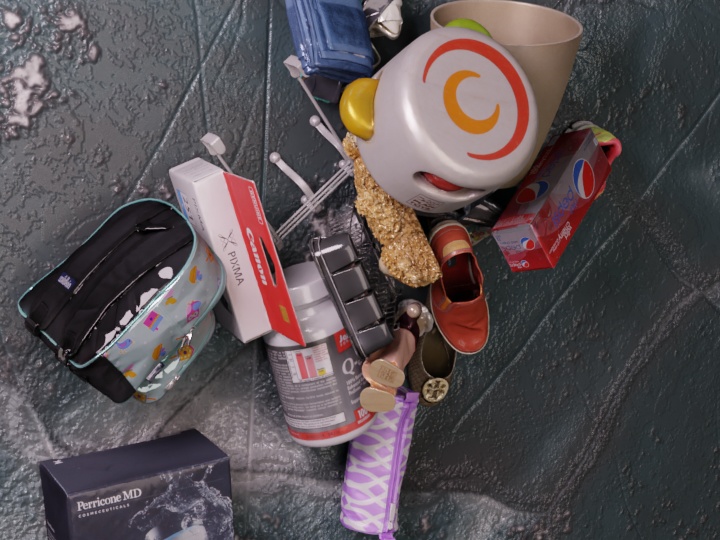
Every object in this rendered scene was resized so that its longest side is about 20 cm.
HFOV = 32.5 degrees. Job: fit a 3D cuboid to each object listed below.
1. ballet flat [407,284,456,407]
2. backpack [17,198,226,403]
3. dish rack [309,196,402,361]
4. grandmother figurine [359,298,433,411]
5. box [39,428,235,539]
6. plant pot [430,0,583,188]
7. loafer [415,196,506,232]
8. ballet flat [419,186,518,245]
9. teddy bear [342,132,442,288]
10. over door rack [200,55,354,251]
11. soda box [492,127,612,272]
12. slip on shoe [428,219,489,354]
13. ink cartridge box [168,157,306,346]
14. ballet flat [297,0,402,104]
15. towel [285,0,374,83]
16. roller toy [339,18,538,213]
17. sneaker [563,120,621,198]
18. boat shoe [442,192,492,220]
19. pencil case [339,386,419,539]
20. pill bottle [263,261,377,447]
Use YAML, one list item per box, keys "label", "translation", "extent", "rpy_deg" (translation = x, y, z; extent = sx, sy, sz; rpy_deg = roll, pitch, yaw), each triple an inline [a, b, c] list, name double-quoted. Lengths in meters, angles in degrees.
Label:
- label: "ballet flat"
  translation: [0.107, 0.084, 1.625]
  extent: [0.067, 0.046, 0.203]
  rpy_deg: [7, 98, -30]
- label: "backpack"
  translation: [-0.241, 0.030, 1.343]
  extent: [0.201, 0.175, 0.153]
  rpy_deg: [-52, 135, -7]
- label: "dish rack"
  translation: [0.000, 0.000, 1.477]
  extent: [0.054, 0.200, 0.155]
  rpy_deg: [-19, 107, 11]
- label: "grandmother figurine"
  translation: [0.048, 0.090, 1.524]
  extent: [0.060, 0.200, 0.122]
  rpy_deg: [28, 116, 1]
- label: "box"
  translation: [-0.254, 0.311, 1.431]
  extent: [0.195, 0.117, 0.203]
  rpy_deg: [-10, 105, -27]
- label: "plant pot"
  translation: [0.169, -0.212, 1.534]
  extent: [0.185, 0.187, 0.202]
  rpy_deg: [-11, 121, -27]
- label: "loafer"
  translation: [0.101, -0.079, 1.548]
  extent: [0.198, 0.073, 0.073]
  rpy_deg: [21, 98, -1]
- label: "ballet flat"
  translation: [0.122, -0.052, 1.602]
  extent: [0.198, 0.076, 0.064]
  rpy_deg: [-25, 143, -18]
- label: "teddy bear"
  translation: [0.028, -0.070, 1.445]
  extent: [0.066, 0.145, 0.202]
  rpy_deg: [-24, 102, 5]
- label: "over door rack"
  translation: [-0.094, -0.139, 1.439]
  extent: [0.148, 0.066, 0.201]
  rpy_deg: [-45, 139, -13]
- label: "soda box"
  translation: [0.239, -0.088, 1.534]
  extent: [0.070, 0.063, 0.201]
  rpy_deg: [57, 49, -25]
- label: "slip on shoe"
  translation: [0.125, 0.032, 1.549]
  extent: [0.073, 0.061, 0.202]
  rpy_deg: [-17, 128, -5]
- label: "ink cartridge box"
  translation: [-0.141, -0.015, 1.386]
  extent: [0.044, 0.176, 0.202]
  rpy_deg: [-24, 112, -20]
- label: "ballet flat"
  translation: [0.006, -0.281, 1.470]
  extent: [0.073, 0.073, 0.201]
  rpy_deg: [38, 86, -30]
- label: "towel"
  translation: [-0.040, -0.312, 1.392]
  extent: [0.111, 0.048, 0.202]
  rpy_deg: [1, 71, -49]
- label: "roller toy"
  translation: [0.090, -0.162, 1.373]
  extent: [0.199, 0.139, 0.184]
  rpy_deg: [-33, 92, -31]
- label: "sneaker"
  translation: [0.280, -0.109, 1.656]
  extent: [0.078, 0.090, 0.202]
  rpy_deg: [31, 87, -33]
- label: "boat shoe"
  translation: [0.076, -0.149, 1.482]
  extent: [0.200, 0.071, 0.091]
  rpy_deg: [40, 52, 9]
- label: "pencil case"
  translation: [0.025, 0.244, 1.593]
  extent: [0.083, 0.085, 0.203]
  rpy_deg: [2, 100, -31]
- label: "pill bottle"
  translation: [-0.054, 0.100, 1.495]
  extent: [0.115, 0.116, 0.202]
  rpy_deg: [-22, 109, -24]
